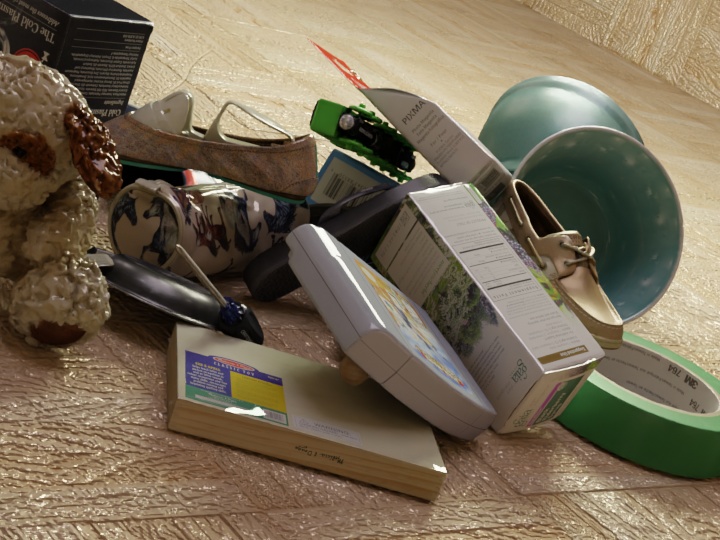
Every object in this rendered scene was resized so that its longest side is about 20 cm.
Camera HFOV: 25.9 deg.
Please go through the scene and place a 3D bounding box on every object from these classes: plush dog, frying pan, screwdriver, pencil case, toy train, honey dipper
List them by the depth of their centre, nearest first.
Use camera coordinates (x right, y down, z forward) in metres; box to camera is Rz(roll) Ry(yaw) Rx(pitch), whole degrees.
[{"bbox_3d":[-0.236,-0.070,1.081,0.198,0.173,0.161,23,40,4],"label":"plush dog"},{"bbox_3d":[-0.099,0.019,1.124,0.029,0.028,0.200,-2,-21,6],"label":"screwdriver"},{"bbox_3d":[-0.003,0.060,1.204,0.038,0.038,0.200,21,8,0],"label":"honey dipper"},{"bbox_3d":[-0.176,0.005,1.222,0.114,0.031,0.189,23,3,-45],"label":"frying pan"},{"bbox_3d":[-0.125,-0.042,1.325,0.077,0.091,0.199,13,12,32],"label":"pencil case"},{"bbox_3d":[0.005,-0.119,1.430,0.056,0.042,0.200,18,-1,19],"label":"toy train"}]

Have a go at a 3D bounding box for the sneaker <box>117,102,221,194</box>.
[{"bbox_3d":[-0.209,-0.102,1.424,0.199,0.076,0.084,32,16,28],"label":"sneaker"}]

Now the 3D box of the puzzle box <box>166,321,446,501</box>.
[{"bbox_3d":[-0.042,0.099,1.118,0.198,0.026,0.133,17,18,-13],"label":"puzzle box"}]

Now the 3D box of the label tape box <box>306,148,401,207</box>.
[{"bbox_3d":[0.048,-0.031,1.512,0.142,0.067,0.200,30,-5,26],"label":"label tape box"}]

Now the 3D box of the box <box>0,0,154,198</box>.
[{"bbox_3d":[-0.299,-0.165,1.328,0.199,0.184,0.104,30,21,29],"label":"box"}]

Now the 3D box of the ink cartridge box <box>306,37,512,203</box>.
[{"bbox_3d":[0.051,-0.147,1.438,0.201,0.057,0.162,50,8,9],"label":"ink cartridge box"}]

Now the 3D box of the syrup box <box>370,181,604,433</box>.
[{"bbox_3d":[0.102,0.028,1.287,0.081,0.079,0.201,-12,55,-41],"label":"syrup box"}]

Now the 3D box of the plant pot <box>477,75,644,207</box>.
[{"bbox_3d":[0.203,-0.095,1.736,0.199,0.202,0.134,26,45,16],"label":"plant pot"}]

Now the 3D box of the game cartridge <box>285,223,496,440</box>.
[{"bbox_3d":[0.028,0.053,1.162,0.133,0.042,0.200,51,8,38],"label":"game cartridge"}]

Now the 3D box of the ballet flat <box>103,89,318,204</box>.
[{"bbox_3d":[-0.128,-0.110,1.276,0.197,0.068,0.068,12,17,-4],"label":"ballet flat"}]

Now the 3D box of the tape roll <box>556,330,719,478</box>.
[{"bbox_3d":[0.243,0.110,1.378,0.198,0.049,0.201,19,18,-7],"label":"tape roll"}]

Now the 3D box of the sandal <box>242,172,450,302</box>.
[{"bbox_3d":[-0.011,-0.040,1.326,0.198,0.076,0.043,-24,64,-15],"label":"sandal"}]

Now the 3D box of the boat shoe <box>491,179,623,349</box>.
[{"bbox_3d":[0.179,-0.007,1.434,0.071,0.065,0.200,6,34,-43],"label":"boat shoe"}]

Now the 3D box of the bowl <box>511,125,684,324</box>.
[{"bbox_3d":[0.217,-0.040,1.597,0.198,0.204,0.105,16,-7,-16],"label":"bowl"}]

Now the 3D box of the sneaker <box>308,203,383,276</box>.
[{"bbox_3d":[0.000,0.000,1.379,0.199,0.074,0.082,27,27,28],"label":"sneaker"}]
